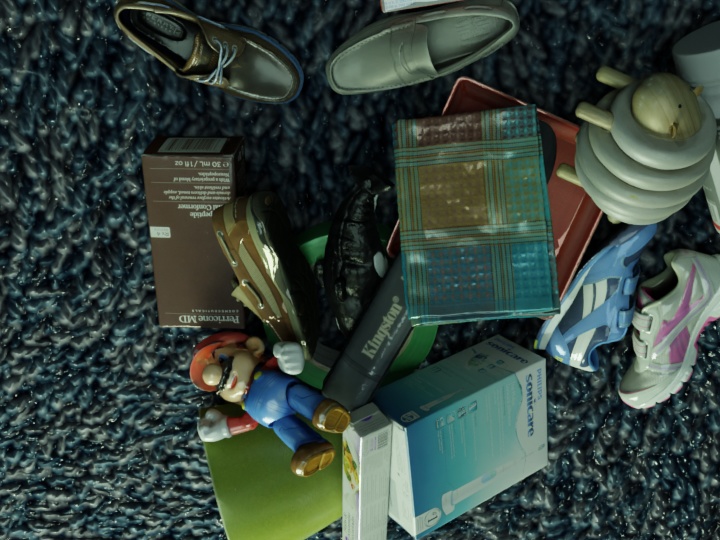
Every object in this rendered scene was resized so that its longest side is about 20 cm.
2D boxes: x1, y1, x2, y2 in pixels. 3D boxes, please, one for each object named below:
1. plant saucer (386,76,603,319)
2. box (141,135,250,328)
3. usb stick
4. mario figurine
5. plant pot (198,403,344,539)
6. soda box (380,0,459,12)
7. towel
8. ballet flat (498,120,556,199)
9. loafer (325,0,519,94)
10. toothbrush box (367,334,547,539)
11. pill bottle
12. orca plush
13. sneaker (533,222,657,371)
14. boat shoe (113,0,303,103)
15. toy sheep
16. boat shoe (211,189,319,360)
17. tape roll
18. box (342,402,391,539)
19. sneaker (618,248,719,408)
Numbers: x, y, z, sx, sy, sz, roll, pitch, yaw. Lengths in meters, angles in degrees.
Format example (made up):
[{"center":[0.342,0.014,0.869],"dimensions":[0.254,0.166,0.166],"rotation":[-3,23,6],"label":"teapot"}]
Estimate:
[{"center":[0.152,-0.075,0.931],"dimensions":[0.198,0.037,0.201],"rotation":[22,102,-6],"label":"plant saucer"},{"center":[-0.174,-0.040,0.957],"dimensions":[0.099,0.075,0.202],"rotation":[0,116,3],"label":"box"},{"center":[0.022,0.061,0.898],"dimensions":[0.055,0.033,0.201],"rotation":[36,111,17],"label":"usb stick"},{"center":[-0.113,0.129,0.911],"dimensions":[0.124,0.199,0.106],"rotation":[-46,142,-21],"label":"mario figurine"},{"center":[-0.067,0.223,1.026],"dimensions":[0.198,0.187,0.189],"rotation":[-16,113,-8],"label":"plant pot"},{"center":[0.113,-0.297,0.835],"dimensions":[0.198,0.064,0.071],"rotation":[-8,113,6],"label":"soda box"},{"center":[0.107,-0.051,0.836],"dimensions":[0.145,0.022,0.202],"rotation":[-6,86,7],"label":"towel"},{"center":[0.137,-0.058,0.881],"dimensions":[0.073,0.073,0.201],"rotation":[33,100,-12],"label":"ballet flat"},{"center":[0.058,-0.221,0.867],"dimensions":[0.198,0.070,0.070],"rotation":[-20,112,11],"label":"loafer"},{"center":[0.111,0.180,0.982],"dimensions":[0.199,0.085,0.148],"rotation":[-21,117,-27],"label":"toothbrush box"},{"center":[0.382,-0.140,0.865],"dimensions":[0.113,0.114,0.201],"rotation":[-21,112,11],"label":"pill bottle"},{"center":[0.000,0.000,0.899],"dimensions":[0.104,0.071,0.201],"rotation":[22,123,5],"label":"orca plush"},{"center":[0.269,0.025,0.956],"dimensions":[0.082,0.074,0.201],"rotation":[36,121,13],"label":"sneaker"},{"center":[-0.153,-0.214,0.878],"dimensions":[0.198,0.073,0.073],"rotation":[21,114,-7],"label":"boat shoe"},{"center":[0.263,-0.111,0.834],"dimensions":[0.136,0.139,0.200],"rotation":[1,152,2],"label":"toy sheep"},{"center":[-0.097,0.007,0.920],"dimensions":[0.073,0.076,0.201],"rotation":[-7,122,17],"label":"boat shoe"},{"center":[-0.011,0.043,0.999],"dimensions":[0.198,0.048,0.202],"rotation":[1,113,2],"label":"tape roll"},{"center":[0.005,0.232,0.949],"dimensions":[0.041,0.039,0.201],"rotation":[-19,129,-25],"label":"box"},{"center":[0.334,0.058,0.979],"dimensions":[0.088,0.081,0.201],"rotation":[23,105,-6],"label":"sneaker"}]
